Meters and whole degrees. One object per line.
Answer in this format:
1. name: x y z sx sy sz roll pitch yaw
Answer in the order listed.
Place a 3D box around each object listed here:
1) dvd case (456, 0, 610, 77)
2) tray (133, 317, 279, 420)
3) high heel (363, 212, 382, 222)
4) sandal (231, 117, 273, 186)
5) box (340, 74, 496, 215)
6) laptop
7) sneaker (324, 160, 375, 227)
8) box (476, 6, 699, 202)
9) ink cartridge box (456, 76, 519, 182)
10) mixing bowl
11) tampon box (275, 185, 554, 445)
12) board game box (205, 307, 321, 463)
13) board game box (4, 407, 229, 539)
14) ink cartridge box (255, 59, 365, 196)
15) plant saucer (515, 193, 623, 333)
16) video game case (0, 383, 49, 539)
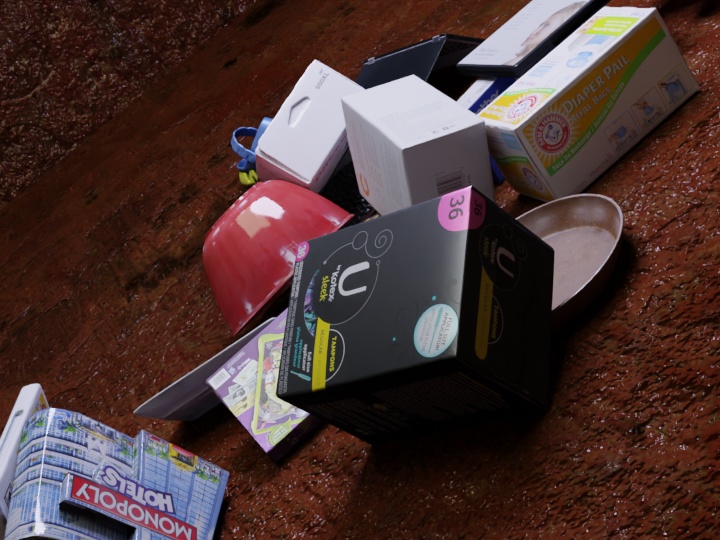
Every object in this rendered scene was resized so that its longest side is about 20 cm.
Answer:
1. dvd case: 0.214 -0.286 1.388 0.199 0.018 0.142 -41 21 -12
2. tray: -0.143 0.115 1.328 0.199 0.022 0.107 -34 -18 17
3. high heel: 0.000 0.000 1.336 0.141 0.072 0.201 -29 20 16
4. sandal: -0.131 -0.204 1.919 0.198 0.088 0.080 -22 24 29
5. box: 0.063 -0.120 1.337 0.096 0.126 0.200 -19 28 -13
6. laptop: 0.083 -0.259 1.739 0.198 0.118 0.186 -1 -3 -38
7. sneaker: 0.018 -0.126 1.573 0.202 0.070 0.093 -64 -16 -9
8. box: 0.233 -0.173 1.276 0.199 0.102 0.112 -40 21 -7
9. ink cartridge box: 0.187 -0.202 1.415 0.200 0.094 0.044 -47 24 -21
10. mixing bowl: -0.113 -0.031 1.429 0.200 0.108 0.200 -45 0 0
11. tampon box: 0.047 0.044 1.030 0.198 0.126 0.152 -18 55 39
12. board game box: -0.047 0.085 1.225 0.199 0.032 0.120 -41 47 -10
13. board game box: -0.209 0.231 1.077 0.062 0.199 0.201 -45 31 24
14. ink cartridge box: -0.064 -0.152 1.555 0.146 0.083 0.200 -59 -6 -15
15. plant saucer: 0.160 0.007 1.124 0.199 0.035 0.201 -33 23 15
16. video game case: -0.298 0.239 1.150 0.023 0.203 0.183 -12 25 5
